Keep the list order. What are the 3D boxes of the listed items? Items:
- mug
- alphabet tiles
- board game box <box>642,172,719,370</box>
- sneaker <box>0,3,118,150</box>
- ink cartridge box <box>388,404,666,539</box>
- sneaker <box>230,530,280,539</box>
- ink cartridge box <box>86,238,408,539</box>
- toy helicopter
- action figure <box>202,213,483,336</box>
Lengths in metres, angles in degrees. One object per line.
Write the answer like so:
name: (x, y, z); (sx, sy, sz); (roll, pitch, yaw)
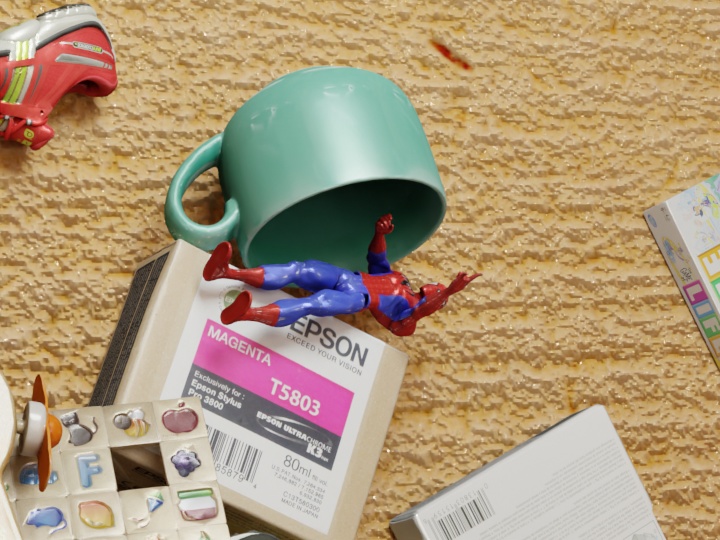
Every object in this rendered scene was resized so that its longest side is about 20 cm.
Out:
mug: (-0.037, -0.076, 1.683); (0.184, 0.152, 0.115); (11, 52, -45)
alphabet tiles: (-0.185, 0.159, 1.514); (0.198, 0.008, 0.168); (-5, 53, -15)
board game box: (0.328, 0.014, 1.942); (0.134, 0.034, 0.201); (-26, 89, -33)
sneaker: (-0.246, -0.118, 1.631); (0.199, 0.077, 0.085); (-28, 95, -33)
ink cartridge box: (0.140, 0.219, 1.768); (0.199, 0.043, 0.175); (-26, 90, -33)
sneaker: (-0.093, 0.246, 1.510); (0.200, 0.079, 0.074); (-53, 129, -42)
ink cartridge box: (-0.082, 0.097, 1.659); (0.199, 0.075, 0.166); (26, 65, -20)
toy helicopter: (-0.234, 0.131, 1.489); (0.131, 0.079, 0.201); (-13, 66, -32)
action figure: (0.000, 0.000, 1.645); (0.199, 0.099, 0.066); (6, 50, -43)
